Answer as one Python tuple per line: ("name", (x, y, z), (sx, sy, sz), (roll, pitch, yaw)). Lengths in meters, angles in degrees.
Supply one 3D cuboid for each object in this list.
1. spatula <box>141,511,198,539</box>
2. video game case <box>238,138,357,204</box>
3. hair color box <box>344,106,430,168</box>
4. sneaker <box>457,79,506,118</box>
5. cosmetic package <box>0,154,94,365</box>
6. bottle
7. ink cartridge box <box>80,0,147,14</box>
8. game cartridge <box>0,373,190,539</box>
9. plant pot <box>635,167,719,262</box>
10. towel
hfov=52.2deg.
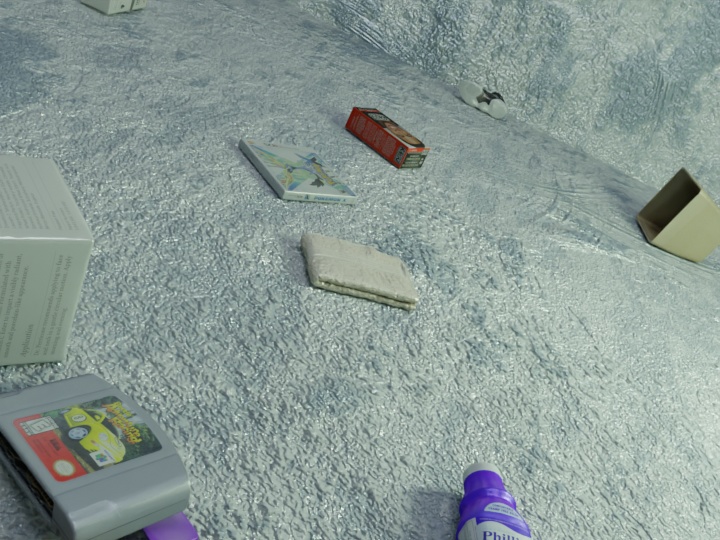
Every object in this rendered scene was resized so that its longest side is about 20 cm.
("spatula", (-0.132, 0.241, 0.629), (0.198, 0.021, 0.056), (13, -2, 42))
("video game case", (-0.125, -0.199, 1.473), (0.181, 0.022, 0.200), (0, 37, -40))
("hair color box", (0.067, -0.331, 1.824), (0.200, 0.062, 0.101), (41, 30, 25))
("sneaker", (0.441, -0.621, 2.642), (0.199, 0.076, 0.114), (34, 27, 3))
("cosmetic package", (-0.407, -0.013, 0.750), (0.198, 0.166, 0.165), (1, 36, -41))
("bottle", (0.146, 0.297, 0.798), (0.083, 0.066, 0.201), (19, 28, -10))
("ink cartridge box", (-0.608, -0.742, 1.861), (0.084, 0.147, 0.200), (24, 28, 1))
("game cartridge", (-0.252, 0.165, 0.682), (0.199, 0.041, 0.132), (32, 22, 33))
("plant pot", (0.960, -0.146, 2.146), (0.176, 0.201, 0.200), (33, 26, -9))
("towel", (0.000, 0.000, 1.223), (0.198, 0.035, 0.133), (14, 29, -22))
